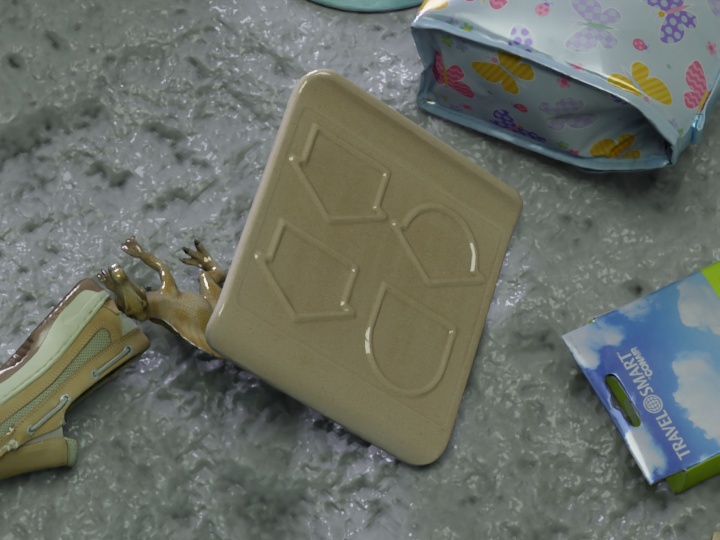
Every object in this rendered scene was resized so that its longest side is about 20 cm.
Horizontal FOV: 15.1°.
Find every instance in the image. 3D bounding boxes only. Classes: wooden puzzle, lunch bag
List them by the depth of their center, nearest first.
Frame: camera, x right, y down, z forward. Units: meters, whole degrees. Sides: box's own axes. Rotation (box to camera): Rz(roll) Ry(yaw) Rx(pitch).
[{"bbox_3d":[0.000,0.000,1.740,0.185,0.046,0.200,32,66,-25],"label":"wooden puzzle"},{"bbox_3d":[0.156,-0.161,1.819,0.200,0.127,0.170,19,62,17],"label":"lunch bag"}]

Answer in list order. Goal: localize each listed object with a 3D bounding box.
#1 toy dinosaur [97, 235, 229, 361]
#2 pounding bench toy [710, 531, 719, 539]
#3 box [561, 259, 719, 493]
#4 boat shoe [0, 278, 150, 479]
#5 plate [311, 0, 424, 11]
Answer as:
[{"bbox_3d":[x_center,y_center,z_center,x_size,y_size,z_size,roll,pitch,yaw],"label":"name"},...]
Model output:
[{"bbox_3d":[-0.100,0.030,1.739,0.058,0.200,0.101,-58,43,17],"label":"toy dinosaur"},{"bbox_3d":[0.241,0.194,1.631,0.199,0.156,0.125,10,64,2],"label":"pounding bench toy"},{"bbox_3d":[0.241,0.056,1.758,0.200,0.048,0.122,-25,67,-14],"label":"box"},{"bbox_3d":[-0.208,0.098,1.707,0.076,0.072,0.200,42,73,-3],"label":"boat shoe"},{"bbox_3d":[0.005,-0.273,1.919,0.199,0.026,0.201,1,65,-2],"label":"plate"}]
